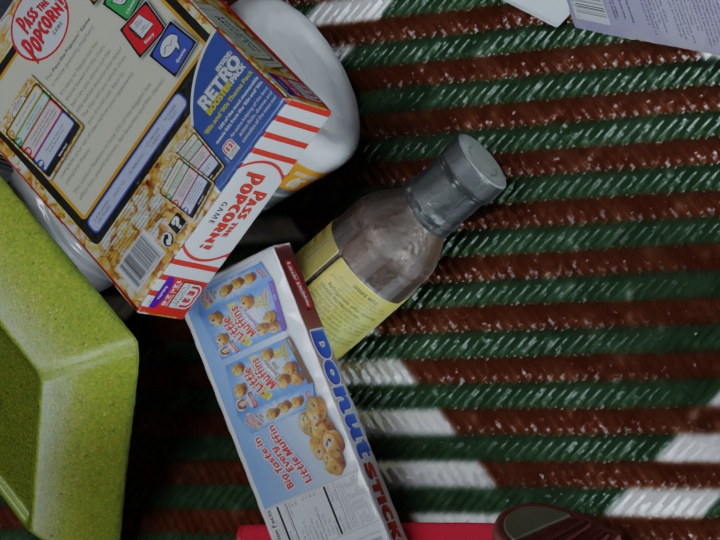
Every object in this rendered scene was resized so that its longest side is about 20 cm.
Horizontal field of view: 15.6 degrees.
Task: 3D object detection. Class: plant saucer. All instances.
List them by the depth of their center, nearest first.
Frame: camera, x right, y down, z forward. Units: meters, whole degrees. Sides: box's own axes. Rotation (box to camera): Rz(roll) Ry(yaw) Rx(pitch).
[{"bbox_3d":[-0.211,0.059,1.592,0.200,0.048,0.200,47,144,33],"label":"plant saucer"}]

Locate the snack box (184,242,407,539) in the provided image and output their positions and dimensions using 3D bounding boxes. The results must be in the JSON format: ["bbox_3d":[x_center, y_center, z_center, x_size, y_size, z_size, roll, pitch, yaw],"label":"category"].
[{"bbox_3d":[-0.036,0.091,1.487,0.072,0.024,0.201,-25,83,27],"label":"snack box"}]

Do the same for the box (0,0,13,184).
[{"bbox_3d":[-0.255,-0.157,1.706,0.148,0.104,0.201,-38,60,23],"label":"box"}]

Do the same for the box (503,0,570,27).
[{"bbox_3d":[0.120,-0.258,1.467,0.200,0.097,0.125,-46,58,17],"label":"box"}]

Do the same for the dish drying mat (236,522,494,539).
[{"bbox_3d":[0.010,0.182,1.494,0.199,0.018,0.077,-4,76,35],"label":"dish drying mat"}]

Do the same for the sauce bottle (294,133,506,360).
[{"bbox_3d":[0.000,0.000,1.514,0.200,0.065,0.065,-40,60,22],"label":"sauce bottle"}]

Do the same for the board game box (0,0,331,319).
[{"bbox_3d":[-0.129,-0.095,1.493,0.200,0.046,0.152,47,109,28],"label":"board game box"}]

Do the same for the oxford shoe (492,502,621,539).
[{"bbox_3d":[0.151,0.196,1.375,0.200,0.070,0.075,31,127,32],"label":"oxford shoe"}]

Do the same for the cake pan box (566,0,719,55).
[{"bbox_3d":[0.151,-0.199,1.314,0.052,0.201,0.184,-32,26,-22],"label":"cake pan box"}]

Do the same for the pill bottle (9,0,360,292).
[{"bbox_3d":[-0.108,-0.071,1.574,0.199,0.116,0.117,-30,64,26],"label":"pill bottle"}]
